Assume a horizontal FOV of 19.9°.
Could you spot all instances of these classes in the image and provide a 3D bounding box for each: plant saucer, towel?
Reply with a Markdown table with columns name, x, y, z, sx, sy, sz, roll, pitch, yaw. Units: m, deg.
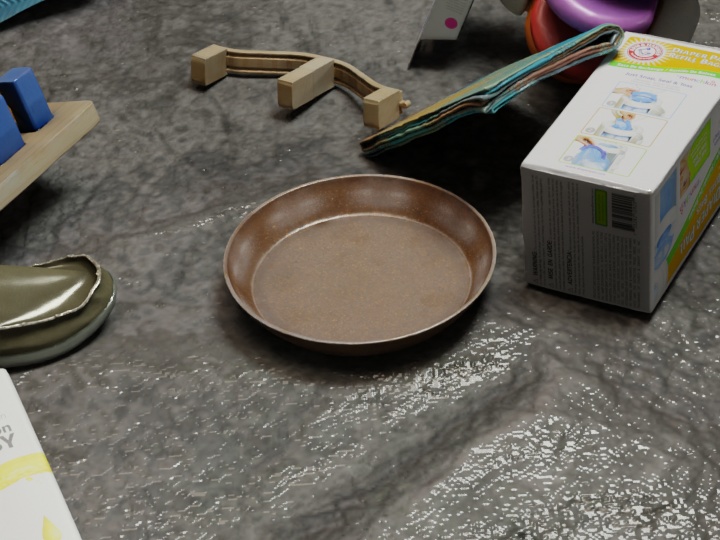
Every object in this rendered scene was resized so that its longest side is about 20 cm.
| name | x | y | z | sx | sy | sz | roll | pitch | yaw |
| --- | --- | --- | --- | --- | --- | --- | --- | --- | --- |
| plant saucer | 0.000 | 0.000 | 1.507 | 0.200 | 0.035 | 0.200 | -2 | 40 | 2 |
| towel | 0.100 | -0.138 | 1.591 | 0.147 | 0.022 | 0.200 | -29 | 6 | -28 |

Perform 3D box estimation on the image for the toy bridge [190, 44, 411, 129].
| name | x | y | z | sx | sy | sz | roll | pitch | yaw |
| --- | --- | --- | --- | --- | --- | --- | --- | --- | --- |
| toy bridge | -0.043 | -0.157 | 1.703 | 0.200 | 0.027 | 0.067 | 16 | 32 | 30 |

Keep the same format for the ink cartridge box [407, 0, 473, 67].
| name | x | y | z | sx | sy | sz | roll | pitch | yaw |
| --- | --- | --- | --- | --- | --- | --- | --- | --- | --- |
| ink cartridge box | 0.093 | -0.264 | 1.713 | 0.037 | 0.200 | 0.095 | 24 | 41 | -3 |

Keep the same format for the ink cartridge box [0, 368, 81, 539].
| name | x | y | z | sx | sy | sz | roll | pitch | yaw |
| --- | --- | --- | --- | --- | --- | --- | --- | --- | --- |
| ink cartridge box | -0.247 | 0.175 | 1.243 | 0.145 | 0.083 | 0.200 | -19 | 52 | -16 |

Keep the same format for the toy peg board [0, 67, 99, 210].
| name | x | y | z | sx | sy | sz | roll | pitch | yaw |
| --- | --- | --- | --- | --- | --- | --- | --- | --- | --- |
| toy peg board | -0.344 | -0.101 | 1.565 | 0.199 | 0.098 | 0.200 | 0 | 35 | 36 |

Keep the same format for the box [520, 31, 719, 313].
| name | x | y | z | sx | sy | sz | roll | pitch | yaw |
| --- | --- | --- | --- | --- | --- | --- | --- | --- | --- |
| box | 0.206 | -0.077 | 1.521 | 0.101 | 0.113 | 0.200 | 15 | 42 | 24 |

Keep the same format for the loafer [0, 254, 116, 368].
| name | x | y | z | sx | sy | sz | roll | pitch | yaw |
| --- | --- | --- | --- | --- | --- | --- | --- | --- | --- |
| loafer | -0.270 | 0.029 | 1.463 | 0.200 | 0.070 | 0.075 | -20 | 41 | -19 |

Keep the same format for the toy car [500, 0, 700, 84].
| name | x | y | z | sx | sy | sz | roll | pitch | yaw |
| --- | --- | --- | --- | --- | --- | --- | --- | --- | --- |
| toy car | 0.195 | -0.232 | 1.655 | 0.175 | 0.200 | 0.150 | 22 | 52 | 1 |

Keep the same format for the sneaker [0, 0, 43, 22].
| name | x | y | z | sx | sy | sz | roll | pitch | yaw |
| --- | --- | --- | --- | --- | --- | --- | --- | --- | --- |
| sneaker | -0.322 | -0.266 | 1.845 | 0.200 | 0.077 | 0.081 | -17 | 17 | -9 |
